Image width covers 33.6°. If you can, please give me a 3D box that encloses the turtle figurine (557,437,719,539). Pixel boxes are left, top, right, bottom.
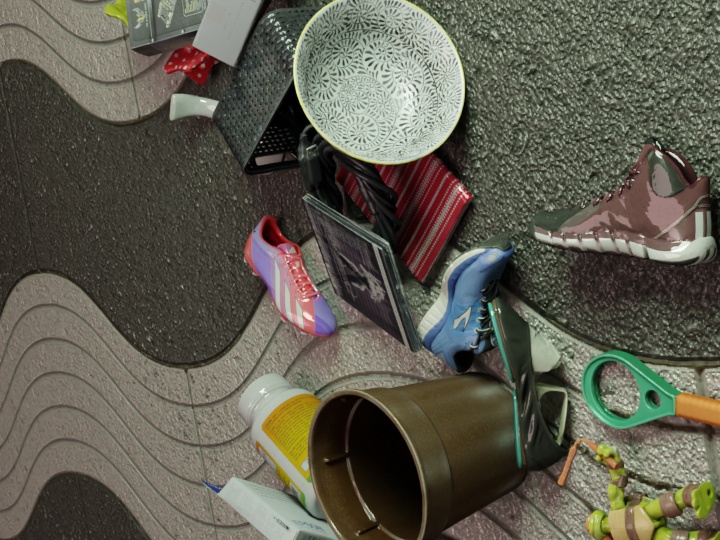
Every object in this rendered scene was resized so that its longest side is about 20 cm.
[{"bbox_3d":[0.291,0.268,1.218,0.160,0.064,0.202,-11,83,44],"label":"turtle figurine"}]

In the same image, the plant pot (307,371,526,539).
[{"bbox_3d":[0.076,0.211,1.360,0.199,0.197,0.202,16,112,47],"label":"plant pot"}]

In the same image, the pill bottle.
[{"bbox_3d":[-0.079,0.232,1.625,0.200,0.110,0.112,42,130,36],"label":"pill bottle"}]

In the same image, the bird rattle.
[{"bbox_3d":[-0.267,-0.371,1.706,0.200,0.112,0.164,35,109,36],"label":"bird rattle"}]

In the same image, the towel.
[{"bbox_3d":[0.050,-0.104,1.446,0.200,0.022,0.145,52,135,28],"label":"towel"}]

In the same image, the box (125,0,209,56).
[{"bbox_3d":[-0.250,-0.411,1.638,0.157,0.048,0.202,-11,83,26],"label":"box"}]

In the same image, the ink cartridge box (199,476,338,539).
[{"bbox_3d":[-0.091,0.333,1.609,0.199,0.199,0.041,28,88,42],"label":"ink cartridge box"}]

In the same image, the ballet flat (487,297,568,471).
[{"bbox_3d":[0.189,0.120,1.305,0.068,0.068,0.202,-81,-20,-74],"label":"ballet flat"}]

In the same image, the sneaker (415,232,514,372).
[{"bbox_3d":[0.135,0.040,1.349,0.089,0.078,0.201,47,141,23],"label":"sneaker"}]

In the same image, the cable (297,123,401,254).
[{"bbox_3d":[-0.005,-0.080,1.454,0.163,0.051,0.201,29,142,42],"label":"cable"}]

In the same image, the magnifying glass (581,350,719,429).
[{"bbox_3d":[0.303,0.131,1.200,0.199,0.022,0.080,9,107,49],"label":"magnifying glass"}]

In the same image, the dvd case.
[{"bbox_3d":[0.000,0.000,1.437,0.200,0.016,0.150,35,149,54],"label":"dvd case"}]

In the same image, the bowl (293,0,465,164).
[{"bbox_3d":[0.011,-0.201,1.356,0.094,0.199,0.202,137,114,-68],"label":"bowl"}]

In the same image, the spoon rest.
[{"bbox_3d":[-0.180,-0.203,1.685,0.199,0.060,0.100,28,123,28],"label":"spoon rest"}]

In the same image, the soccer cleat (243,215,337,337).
[{"bbox_3d":[-0.093,0.009,1.622,0.200,0.066,0.077,49,129,34],"label":"soccer cleat"}]

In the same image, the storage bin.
[{"bbox_3d":[-0.082,-0.222,1.483,0.094,0.134,0.200,58,138,21],"label":"storage bin"}]

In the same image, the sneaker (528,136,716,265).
[{"bbox_3d":[0.258,-0.074,1.169,0.199,0.075,0.117,10,102,38],"label":"sneaker"}]

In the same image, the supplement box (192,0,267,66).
[{"bbox_3d":[-0.137,-0.354,1.478,0.060,0.201,0.109,26,131,-6],"label":"supplement box"}]
